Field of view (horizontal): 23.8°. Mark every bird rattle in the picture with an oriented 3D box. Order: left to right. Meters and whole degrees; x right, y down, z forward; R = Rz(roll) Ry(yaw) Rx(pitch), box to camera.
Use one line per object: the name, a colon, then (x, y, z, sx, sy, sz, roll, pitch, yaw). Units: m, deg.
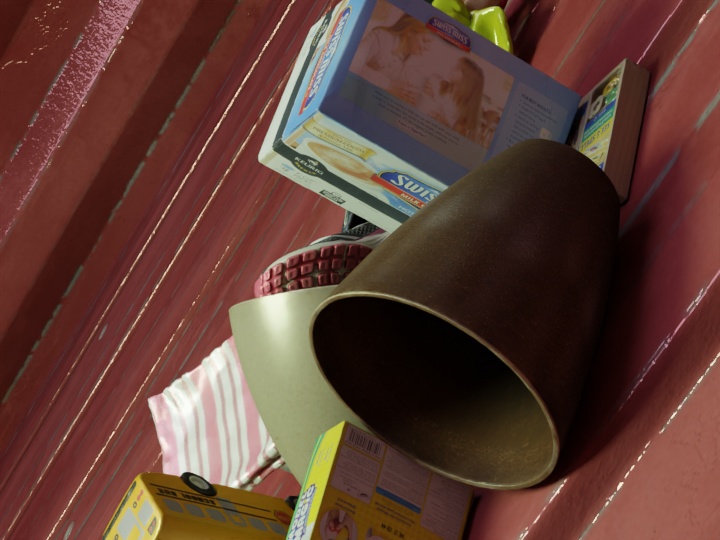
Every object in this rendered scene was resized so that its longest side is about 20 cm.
bird rattle: (0.108, -0.245, 1.675, 0.164, 0.112, 0.201, 111, 178, -49)

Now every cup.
cup: (0.003, 0.093, 1.298, 0.200, 0.199, 0.145, 155, 113, -65)

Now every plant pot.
plant pot: (0.093, 0.011, 1.162, 0.201, 0.187, 0.187, -55, 10, -31)

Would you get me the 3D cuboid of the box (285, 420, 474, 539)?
box: (0.000, 0.219, 1.166, 0.048, 0.117, 0.201, -37, 29, 52)

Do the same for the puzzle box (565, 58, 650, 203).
puzzle box: (0.151, -0.063, 1.342, 0.200, 0.025, 0.134, -44, 24, 49)

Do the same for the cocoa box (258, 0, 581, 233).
cocoa box: (0.047, -0.113, 1.338, 0.131, 0.199, 0.134, -27, 37, 63)

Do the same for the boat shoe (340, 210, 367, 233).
boat shoe: (0.013, -0.051, 1.678, 0.201, 0.074, 0.062, -68, 15, -18)

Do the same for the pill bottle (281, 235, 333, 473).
pill bottle: (-0.026, 0.077, 1.511, 0.112, 0.111, 0.201, -40, 25, 53)

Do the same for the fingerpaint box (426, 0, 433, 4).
fingerpaint box: (0.018, -0.242, 1.999, 0.200, 0.073, 0.168, -41, 25, 54)

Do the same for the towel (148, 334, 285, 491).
towel: (-0.109, 0.122, 1.456, 0.200, 0.030, 0.147, -40, 45, 30)

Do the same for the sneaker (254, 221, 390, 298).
sneaker: (0.000, 0.000, 1.449, 0.075, 0.199, 0.081, 25, 126, 57)

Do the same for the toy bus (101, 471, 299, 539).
toy bus: (-0.099, 0.209, 1.312, 0.065, 0.199, 0.078, -60, 41, 13)

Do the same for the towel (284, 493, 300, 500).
towel: (-0.128, 0.234, 1.479, 0.149, 0.199, 0.031, -34, 75, 60)
